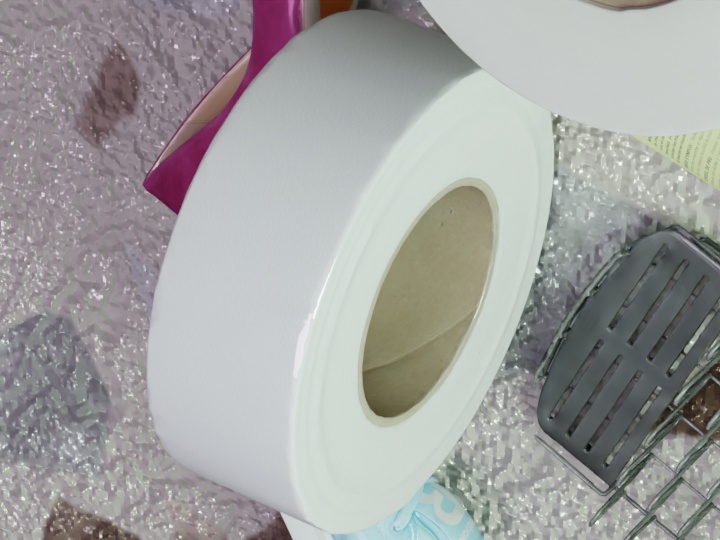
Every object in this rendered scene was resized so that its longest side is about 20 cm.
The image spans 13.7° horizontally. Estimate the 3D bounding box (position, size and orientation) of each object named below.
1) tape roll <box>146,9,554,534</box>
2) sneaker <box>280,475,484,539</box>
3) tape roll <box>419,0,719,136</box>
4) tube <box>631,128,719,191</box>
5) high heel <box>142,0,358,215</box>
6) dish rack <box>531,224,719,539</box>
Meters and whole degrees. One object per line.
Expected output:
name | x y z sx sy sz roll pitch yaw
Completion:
tape roll | 0.000 0.000 1.192 0.071 0.202 0.203 22 126 25
sneaker | 0.014 0.103 1.337 0.082 0.074 0.200 -7 115 22
tape roll | 0.117 -0.165 1.052 0.202 0.139 0.203 17 123 27
tube | 0.161 -0.049 1.152 0.200 0.052 0.058 35 94 19
high heel | -0.051 -0.097 1.265 0.096 0.067 0.200 15 137 17
dish rack | 0.157 0.083 1.222 0.200 0.055 0.154 40 131 11
